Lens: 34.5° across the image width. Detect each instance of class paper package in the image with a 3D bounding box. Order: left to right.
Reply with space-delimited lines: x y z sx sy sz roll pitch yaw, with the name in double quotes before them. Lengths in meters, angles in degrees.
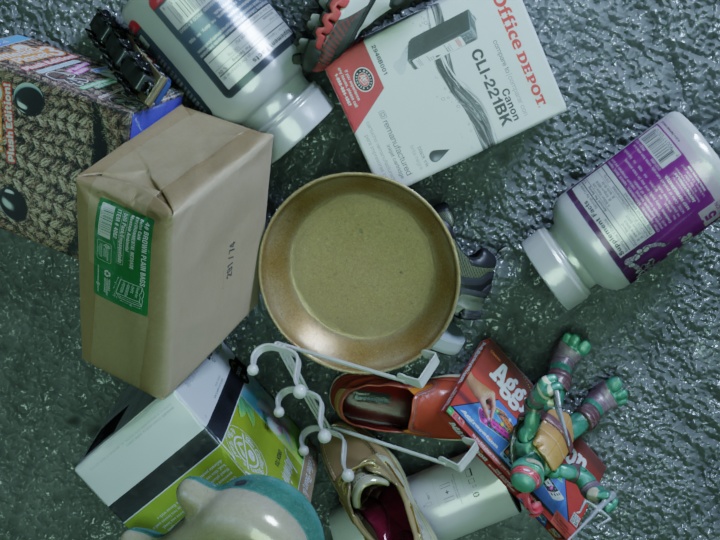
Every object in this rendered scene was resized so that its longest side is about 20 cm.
"paper package" -0.168 -0.020 1.062 0.102 0.191 0.202 19 125 15

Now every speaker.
"speaker" 0.067 0.257 1.240 0.198 0.081 0.082 -24 102 8

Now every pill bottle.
"pill bottle" -0.121 -0.205 1.109 0.119 0.120 0.201 -38 100 11
"pill bottle" 0.260 -0.053 1.134 0.199 0.112 0.113 -37 100 12

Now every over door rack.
"over door rack" -0.002 0.141 1.121 0.197 0.067 0.149 2 138 28

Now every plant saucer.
"plant saucer" 0.000 0.000 1.122 0.197 0.035 0.203 3 108 9

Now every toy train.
"toy train" -0.216 -0.198 1.085 0.046 0.200 0.034 31 101 -35

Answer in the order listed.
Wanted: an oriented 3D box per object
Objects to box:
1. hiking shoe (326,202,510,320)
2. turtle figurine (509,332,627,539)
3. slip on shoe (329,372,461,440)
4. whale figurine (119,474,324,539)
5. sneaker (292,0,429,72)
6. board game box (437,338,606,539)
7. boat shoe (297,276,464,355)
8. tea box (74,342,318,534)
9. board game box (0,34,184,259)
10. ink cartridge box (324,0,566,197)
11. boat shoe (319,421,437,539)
"hiking shoe" 0.050 -0.030 1.180 0.198 0.076 0.102 27 88 -7
"turtle figurine" 0.198 0.162 1.153 0.100 0.201 0.151 -11 119 37
"slip on shoe" 0.064 0.146 1.222 0.197 0.061 0.075 7 103 -1
"whale figurine" -0.120 0.249 1.045 0.198 0.104 0.161 -14 106 30
"sneaker" 0.018 -0.256 1.054 0.097 0.071 0.202 32 100 -20
"board game box" 0.171 0.177 1.203 0.200 0.103 0.019 47 145 -14
"boat shoe" 0.008 0.056 1.195 0.197 0.074 0.069 19 112 -6
"tea box" -0.155 0.193 1.172 0.133 0.200 0.197 -37 101 11
"board game box" -0.285 -0.116 1.112 0.197 0.097 0.162 20 115 17
"ink cartridge box" 0.082 -0.183 1.123 0.198 0.084 0.146 -25 101 8
"boat shoe" 0.015 0.227 1.189 0.074 0.066 0.200 -39 57 -2
